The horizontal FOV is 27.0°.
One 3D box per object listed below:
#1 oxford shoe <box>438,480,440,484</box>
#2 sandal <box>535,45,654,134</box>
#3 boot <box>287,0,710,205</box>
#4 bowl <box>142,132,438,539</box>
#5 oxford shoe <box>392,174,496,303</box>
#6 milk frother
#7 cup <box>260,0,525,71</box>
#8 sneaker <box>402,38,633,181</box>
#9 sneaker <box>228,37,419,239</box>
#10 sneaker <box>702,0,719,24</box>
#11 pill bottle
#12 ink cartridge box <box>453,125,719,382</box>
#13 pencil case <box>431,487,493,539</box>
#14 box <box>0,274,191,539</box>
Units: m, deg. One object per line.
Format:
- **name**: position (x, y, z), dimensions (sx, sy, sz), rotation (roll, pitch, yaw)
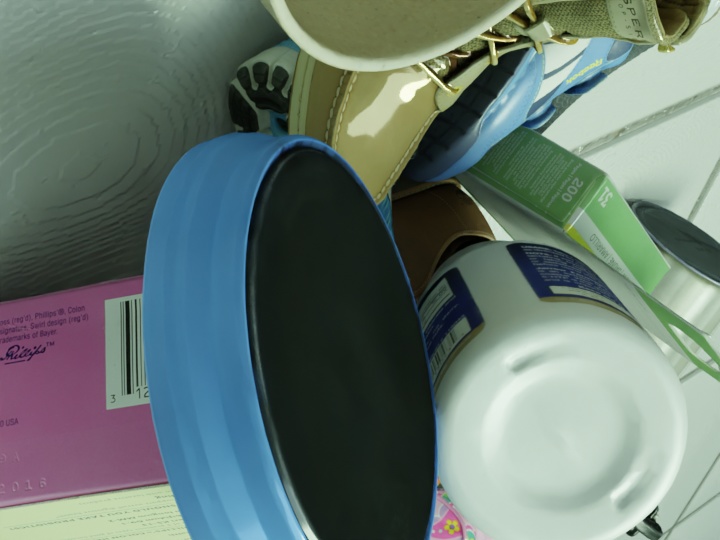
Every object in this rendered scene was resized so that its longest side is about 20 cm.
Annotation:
- **oxford shoe**: position (0.059, 0.115, 1.122), dimensions (0.200, 0.071, 0.072), rotation (-55, 158, 17)
- **sandal**: position (0.128, -0.141, 0.895), dimensions (0.200, 0.043, 0.076), rotation (-39, 148, 8)
- **boot**: position (0.062, -0.105, 0.647), dimensions (0.073, 0.155, 0.201), rotation (35, 79, -46)
- **bowl**: position (-0.019, 0.041, 0.593), dimensions (0.039, 0.202, 0.201), rotation (-12, 163, 21)
- **oxford shoe**: position (0.000, 0.000, 0.865), dimensions (0.200, 0.071, 0.071), rotation (-26, 151, -31)
- **milk frother**: position (0.221, 0.078, 1.165), dimensions (0.180, 0.200, 0.188), rotation (1, 128, -52)
- **cup**: position (0.002, -0.190, 0.504), dimensions (0.200, 0.143, 0.201), rotation (-35, 152, -22)
- **sneaker**: position (0.099, -0.119, 0.807), dimensions (0.200, 0.074, 0.082), rotation (-48, 134, 3)
- **sneaker**: position (0.003, -0.040, 0.770), dimensions (0.090, 0.078, 0.201), rotation (-43, 140, -31)
- **sneaker**: position (0.142, -0.204, 0.697), dimensions (0.112, 0.071, 0.201), rotation (-10, 126, -33)
- **pill bottle**: position (0.085, 0.050, 0.768), dimensions (0.120, 0.120, 0.200), rotation (-50, -168, 9)
- **ink cartridge box**: position (0.146, -0.010, 0.854), dimensions (0.048, 0.200, 0.145), rotation (-54, 147, -2)
- **pencil case**: position (0.105, 0.226, 1.336), dimensions (0.200, 0.087, 0.088), rotation (-1, 130, -57)
- **box**: position (-0.086, 0.079, 0.721), dimensions (0.175, 0.097, 0.200), rotation (-10, 159, 16)
